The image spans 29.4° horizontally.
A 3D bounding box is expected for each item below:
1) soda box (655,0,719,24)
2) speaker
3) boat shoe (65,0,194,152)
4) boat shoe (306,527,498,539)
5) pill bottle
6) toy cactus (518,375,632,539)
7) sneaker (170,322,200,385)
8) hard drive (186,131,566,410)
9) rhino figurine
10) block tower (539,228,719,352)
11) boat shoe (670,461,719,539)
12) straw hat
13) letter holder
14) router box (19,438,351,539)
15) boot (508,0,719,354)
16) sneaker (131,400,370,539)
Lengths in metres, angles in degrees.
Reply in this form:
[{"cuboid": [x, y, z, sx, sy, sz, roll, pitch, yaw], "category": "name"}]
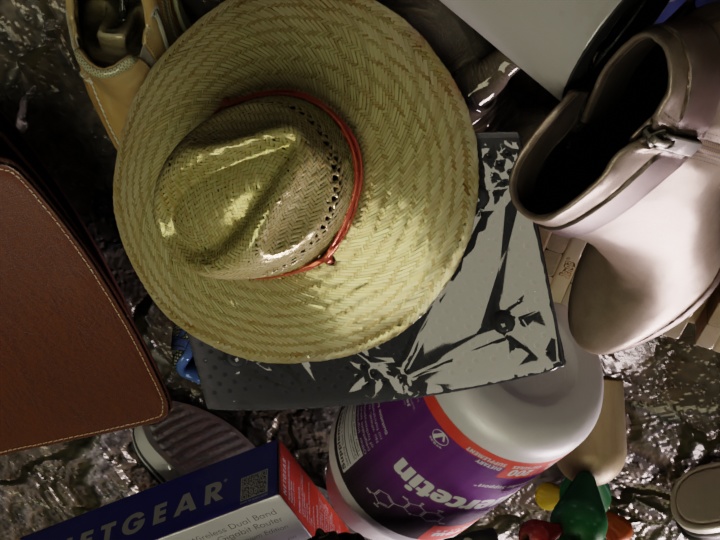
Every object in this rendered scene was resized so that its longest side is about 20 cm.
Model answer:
[{"cuboid": [0.147, -0.121, 0.668, 0.063, 0.068, 0.201, -4, 128, 16], "category": "soda box"}, {"cuboid": [0.041, -0.162, 0.592, 0.200, 0.081, 0.081, 42, 133, 15], "category": "speaker"}, {"cuboid": [-0.127, -0.121, 0.724, 0.071, 0.076, 0.201, 1, 130, 12], "category": "boat shoe"}, {"cuboid": [-0.006, 0.184, 0.824, 0.199, 0.057, 0.069, -5, 167, 22], "category": "boat shoe"}, {"cuboid": [0.052, 0.094, 0.830, 0.112, 0.113, 0.200, 27, 142, -10], "category": "pill bottle"}, {"cuboid": [0.132, 0.147, 0.863, 0.102, 0.200, 0.166, 7, 91, 22], "category": "toy cactus"}, {"cuboid": [-0.030, 0.027, 0.827, 0.199, 0.079, 0.075, -18, 124, 26], "category": "sneaker"}, {"cuboid": [0.000, 0.000, 0.712, 0.199, 0.042, 0.136, -9, 104, 20], "category": "hard drive"}, {"cuboid": [0.055, -0.107, 0.702, 0.087, 0.060, 0.200, -25, 116, 32], "category": "rhino figurine"}, {"cuboid": [0.132, -0.013, 0.771, 0.199, 0.058, 0.054, 18, 131, -1], "category": "block tower"}, {"cuboid": [0.297, 0.142, 0.864, 0.199, 0.067, 0.057, -12, 142, 28], "category": "boat shoe"}, {"cuboid": [-0.049, -0.038, 0.649, 0.200, 0.085, 0.202, 3, 99, 19], "category": "straw hat"}, {"cuboid": [-0.198, -0.002, 0.829, 0.141, 0.101, 0.201, -13, 126, 20], "category": "letter holder"}, {"cuboid": [-0.099, 0.216, 0.917, 0.199, 0.049, 0.180, -23, 127, 14], "category": "router box"}, {"cuboid": [0.117, -0.033, 0.608, 0.070, 0.146, 0.200, 47, 123, 29], "category": "boot"}, {"cuboid": [-0.087, 0.170, 0.961, 0.200, 0.079, 0.079, 35, 123, -19], "category": "sneaker"}]
